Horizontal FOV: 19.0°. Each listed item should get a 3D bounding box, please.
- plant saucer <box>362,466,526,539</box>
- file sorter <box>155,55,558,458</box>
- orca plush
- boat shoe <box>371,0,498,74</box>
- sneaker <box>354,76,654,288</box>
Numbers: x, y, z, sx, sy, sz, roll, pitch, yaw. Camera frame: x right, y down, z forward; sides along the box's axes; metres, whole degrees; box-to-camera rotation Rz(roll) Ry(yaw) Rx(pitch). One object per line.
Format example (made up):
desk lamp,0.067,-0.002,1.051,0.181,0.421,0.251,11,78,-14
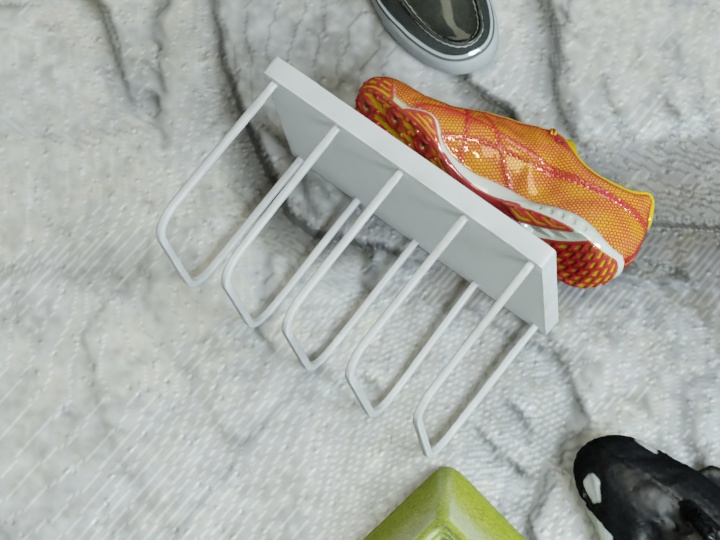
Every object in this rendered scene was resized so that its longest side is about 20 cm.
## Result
plant saucer,0.045,0.239,1.217,0.200,0.048,0.200,-42,73,-10
file sorter,0.000,0.000,1.257,0.200,0.139,0.125,35,80,15
orca plush,0.192,0.170,1.216,0.105,0.071,0.200,-24,71,-4
boat shoe,0.024,-0.215,1.369,0.069,0.057,0.200,-28,71,-5
sneaker,0.086,-0.061,1.317,0.200,0.073,0.077,33,55,10
